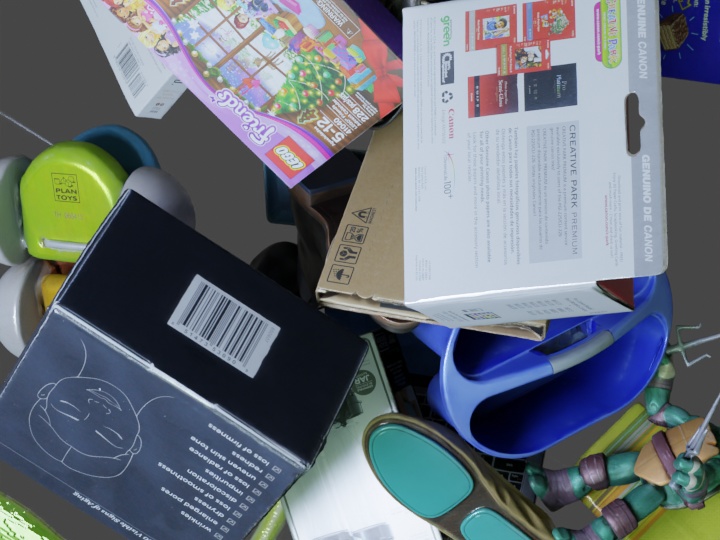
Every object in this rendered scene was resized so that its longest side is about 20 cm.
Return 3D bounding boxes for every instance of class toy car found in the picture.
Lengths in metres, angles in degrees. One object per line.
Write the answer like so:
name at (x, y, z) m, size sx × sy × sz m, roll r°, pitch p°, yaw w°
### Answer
toy car at (-0.191, -0.021, 1.576) m, size 0.174 × 0.150 × 0.201 m, roll 5°, pitch 124°, yaw 21°

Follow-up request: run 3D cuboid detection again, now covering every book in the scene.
book at (-0.123, -0.222, 1.461) m, size 0.200 × 0.048 × 0.134 m, roll -44°, pitch 62°, yaw 35°

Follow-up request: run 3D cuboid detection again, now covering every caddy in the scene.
caddy at (0.131, 0.047, 1.472) m, size 0.105 × 0.199 × 0.142 m, roll 25°, pitch 135°, yaw 57°

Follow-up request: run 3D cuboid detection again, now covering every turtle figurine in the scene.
turtle figurine at (0.225, 0.133, 1.506) m, size 0.199 × 0.150 × 0.101 m, roll -33°, pitch 115°, yaw 8°

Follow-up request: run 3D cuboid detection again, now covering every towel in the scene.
towel at (0.250, 0.199, 1.556) m, size 0.086 × 0.018 × 0.200 m, roll -43°, pitch 77°, yaw -6°

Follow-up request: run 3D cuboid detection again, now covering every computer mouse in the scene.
computer mouse at (-0.091, 0.054, 1.642) m, size 0.059 × 0.034 × 0.201 m, roll 42°, pitch 127°, yaw 18°

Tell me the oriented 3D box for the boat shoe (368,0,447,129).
boat shoe at (0.044, -0.178, 1.436) m, size 0.074 × 0.074 × 0.200 m, roll 62°, pitch 140°, yaw 31°

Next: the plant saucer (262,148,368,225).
plant saucer at (0.023, -0.059, 1.556) m, size 0.198 × 0.019 × 0.070 m, roll 6°, pitch 120°, yaw 16°

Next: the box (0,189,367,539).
box at (-0.133, 0.085, 1.424) m, size 0.199 × 0.124 × 0.197 m, roll 33°, pitch 138°, yaw -6°

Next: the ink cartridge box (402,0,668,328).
ink cartridge box at (0.121, -0.074, 1.320) m, size 0.174 × 0.084 × 0.202 m, roll -5°, pitch 76°, yaw 24°

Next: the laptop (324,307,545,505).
laptop at (0.047, 0.097, 1.578) m, size 0.186 × 0.201 × 0.116 m, roll 7°, pitch 158°, yaw 16°

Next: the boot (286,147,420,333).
boot at (0.000, 0.000, 1.498) m, size 0.074 × 0.200 × 0.097 m, roll -12°, pitch 133°, yaw -17°

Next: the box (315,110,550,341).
box at (0.073, -0.045, 1.440) m, size 0.162 × 0.201 × 0.021 m, roll 9°, pitch 141°, yaw 14°

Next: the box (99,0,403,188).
box at (-0.066, -0.166, 1.395) m, size 0.200 × 0.039 × 0.137 m, roll 44°, pitch 124°, yaw -16°

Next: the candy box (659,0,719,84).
candy box at (0.219, -0.214, 1.363) m, size 0.199 × 0.077 × 0.170 m, roll 11°, pitch 121°, yaw 16°

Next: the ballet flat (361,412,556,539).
ballet flat at (0.074, 0.160, 1.509) m, size 0.068 × 0.063 × 0.200 m, roll -35°, pitch 114°, yaw 24°

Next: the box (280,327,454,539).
box at (-0.002, 0.155, 1.561) m, size 0.116 × 0.060 × 0.201 m, roll -20°, pitch 88°, yaw 17°
